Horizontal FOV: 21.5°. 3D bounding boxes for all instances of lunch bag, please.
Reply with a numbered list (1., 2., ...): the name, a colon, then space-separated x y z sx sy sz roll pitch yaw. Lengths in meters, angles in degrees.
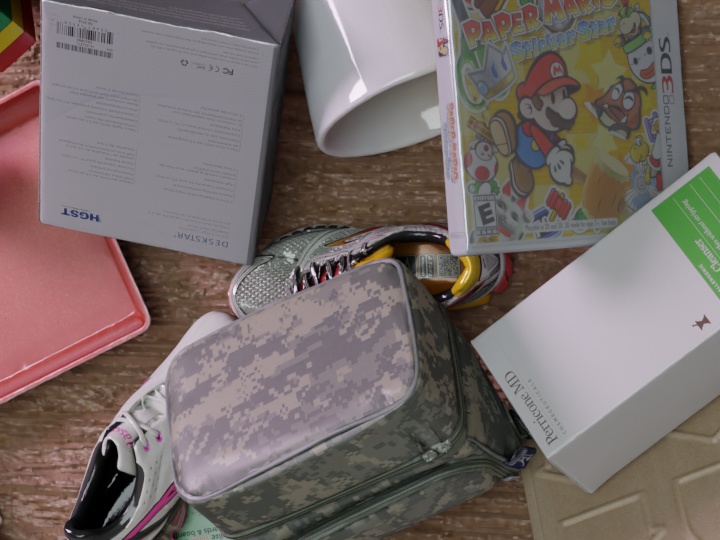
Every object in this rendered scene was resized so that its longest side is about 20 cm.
1. lunch bag: -0.005 0.108 1.245 0.199 0.168 0.140 -27 46 15

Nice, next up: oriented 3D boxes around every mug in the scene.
1. mug: 0.030 -0.178 1.280 0.149 0.186 0.154 -35 71 47

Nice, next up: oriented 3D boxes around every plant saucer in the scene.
1. plant saucer: -0.269 -0.008 1.404 0.199 0.037 0.201 -26 84 15

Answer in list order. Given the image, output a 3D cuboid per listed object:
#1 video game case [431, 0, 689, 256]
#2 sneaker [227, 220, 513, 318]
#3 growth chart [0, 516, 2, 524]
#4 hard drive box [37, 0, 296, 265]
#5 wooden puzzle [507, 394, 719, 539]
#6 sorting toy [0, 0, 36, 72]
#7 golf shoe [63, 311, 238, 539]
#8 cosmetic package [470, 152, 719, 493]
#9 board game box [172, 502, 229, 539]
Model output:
1. video game case: 0.132 -0.106 1.217 0.023 0.199 0.183 -4 91 54
2. sneaker: 0.000 0.000 1.303 0.199 0.082 0.078 -11 88 17
3. growth chart: -0.320 0.176 1.375 0.018 0.145 0.200 -33 88 35
4. hard drive box: -0.131 -0.110 1.268 0.155 0.077 0.200 12 135 0
5. wooden puzzle: 0.199 0.140 1.236 0.185 0.046 0.201 -24 55 20
6. sorting toy: -0.230 -0.242 1.323 0.200 0.199 0.070 -39 126 15
7. golf shoe: -0.137 0.117 1.327 0.072 0.092 0.201 22 81 25
8. cosmetic package: 0.186 0.036 1.215 0.200 0.085 0.108 -39 57 7
9. board game box: -0.082 0.225 1.361 0.199 0.029 0.135 -11 89 16
